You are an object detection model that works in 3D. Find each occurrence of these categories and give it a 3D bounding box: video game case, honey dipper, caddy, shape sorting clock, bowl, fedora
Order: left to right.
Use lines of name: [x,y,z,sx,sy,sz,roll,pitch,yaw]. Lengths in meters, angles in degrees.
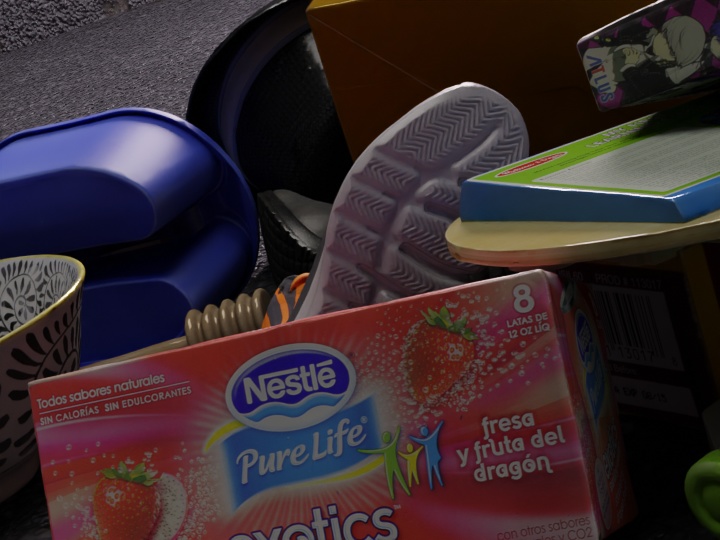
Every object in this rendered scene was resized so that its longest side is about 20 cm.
bowl: [-0.223,0.074,0.877,0.200,0.095,0.201,-16,16,5]
caddy: [-0.159,-0.019,1.028,0.199,0.142,0.105,-9,22,24]
honey dipper: [-0.141,0.058,0.961,0.199,0.038,0.038,-19,16,12]
fedora: [-0.014,-0.083,1.069,0.200,0.201,0.092,-21,52,-10]
shape sorting clock: [0.130,-0.032,0.652,0.199,0.039,0.200,-12,14,3]
video game case: [0.211,-0.116,0.705,0.181,0.036,0.200,-20,-3,33]

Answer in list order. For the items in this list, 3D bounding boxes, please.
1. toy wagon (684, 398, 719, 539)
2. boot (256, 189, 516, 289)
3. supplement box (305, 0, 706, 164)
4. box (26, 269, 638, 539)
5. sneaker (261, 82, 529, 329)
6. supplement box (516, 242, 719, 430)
toy wagon: [0.215,0.055,0.588,0.155,0.040,0.200,-30,21,-34]
boot: [0.027,-0.013,0.972,0.131,0.070,0.200,-20,28,-18]
supplement box: [0.103,-0.139,0.931,0.196,0.133,0.200,-8,29,20]
box: [-0.007,0.067,0.630,0.199,0.095,0.103,-13,-7,17]
sneaker: [0.000,0.000,0.788,0.200,0.077,0.112,-57,12,2]
supplement box: [0.180,-0.015,0.762,0.199,0.086,0.110,-28,20,-30]
